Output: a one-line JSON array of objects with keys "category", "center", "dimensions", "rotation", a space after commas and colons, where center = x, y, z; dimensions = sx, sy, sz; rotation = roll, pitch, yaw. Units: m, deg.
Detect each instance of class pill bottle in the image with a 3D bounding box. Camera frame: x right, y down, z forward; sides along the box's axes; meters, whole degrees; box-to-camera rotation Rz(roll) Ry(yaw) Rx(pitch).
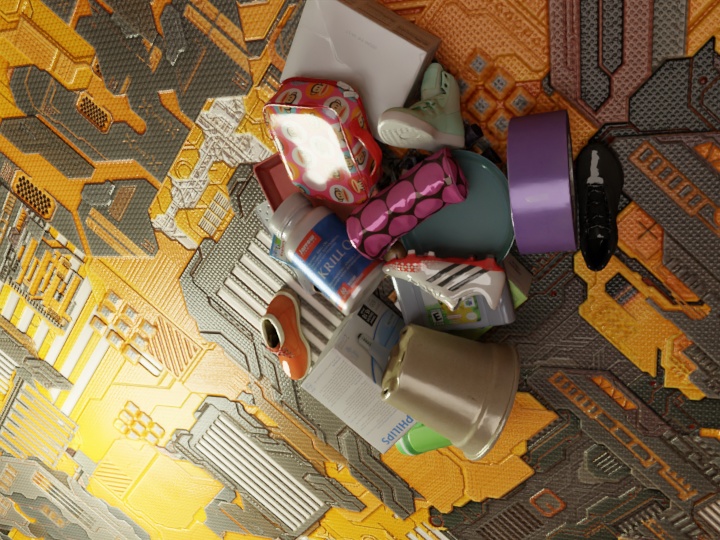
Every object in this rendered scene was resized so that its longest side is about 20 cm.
[{"category": "pill bottle", "center": [-0.057, -0.033, 1.151], "dimensions": [0.199, 0.112, 0.113], "rotation": [42, 124, 10]}]

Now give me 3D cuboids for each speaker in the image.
[{"category": "speaker", "center": [0.161, 0.304, 1.364], "dimensions": [0.197, 0.089, 0.090], "rotation": [-23, 107, 30]}]

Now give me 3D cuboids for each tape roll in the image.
[{"category": "tape roll", "center": [0.272, -0.129, 1.023], "dimensions": [0.083, 0.201, 0.205], "rotation": [-4, 115, 21]}]

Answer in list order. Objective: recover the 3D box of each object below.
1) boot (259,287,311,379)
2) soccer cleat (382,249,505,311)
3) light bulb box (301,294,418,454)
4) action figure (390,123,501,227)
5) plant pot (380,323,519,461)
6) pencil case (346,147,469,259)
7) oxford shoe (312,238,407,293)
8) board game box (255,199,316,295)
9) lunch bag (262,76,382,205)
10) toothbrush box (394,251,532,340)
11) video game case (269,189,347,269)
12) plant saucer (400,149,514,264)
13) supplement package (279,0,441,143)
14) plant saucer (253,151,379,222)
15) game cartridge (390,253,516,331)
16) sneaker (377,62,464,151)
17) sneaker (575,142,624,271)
[{"category": "boot", "center": [-0.156, 0.151, 1.396], "dimensions": [0.073, 0.108, 0.205], "rotation": [-1, 117, 19]}, {"category": "soccer cleat", "center": [0.123, 0.017, 1.059], "dimensions": [0.195, 0.068, 0.088], "rotation": [2, 84, 21]}, {"category": "light bulb box", "center": [0.028, 0.185, 1.285], "dimensions": [0.199, 0.199, 0.125], "rotation": [39, 126, -3]}, {"category": "action figure", "center": [0.130, -0.149, 1.139], "dimensions": [0.198, 0.069, 0.132], "rotation": [-33, 87, 23]}, {"category": "plant pot", "center": [0.137, 0.182, 1.144], "dimensions": [0.180, 0.202, 0.203], "rotation": [23, 123, -7]}, {"category": "pencil case", "center": [0.075, -0.097, 1.060], "dimensions": [0.198, 0.092, 0.094], "rotation": [-32, 115, 25]}, {"category": "oxford shoe", "center": [0.000, 0.000, 1.225], "dimensions": [0.196, 0.071, 0.072], "rotation": [-23, 106, 27]}, {"category": "board game box", "center": [-0.073, -0.076, 1.292], "dimensions": [0.197, 0.026, 0.203], "rotation": [-25, 105, 30]}, {"category": "lunch bag", "center": [-0.045, -0.194, 1.067], "dimensions": [0.172, 0.083, 0.202], "rotation": [13, 144, 29]}, {"category": "toothbrush box", "center": [0.180, 0.035, 1.214], "dimensions": [0.145, 0.086, 0.200], "rotation": [43, 122, -3]}, {"category": "video game case", "center": [-0.067, -0.050, 1.277], "dimensions": [0.196, 0.018, 0.146], "rotation": [24, 123, 8]}, {"category": "plant saucer", "center": [0.152, -0.084, 1.085], "dimensions": [0.195, 0.027, 0.207], "rotation": [4, 98, 27]}, {"category": "supplement package", "center": [0.000, -0.327, 1.081], "dimensions": [0.197, 0.111, 0.158], "rotation": [30, 123, 4]}, {"category": "plant saucer", "center": [-0.063, -0.133, 1.209], "dimensions": [0.196, 0.037, 0.204], "rotation": [-24, 96, 20]}, {"category": "game cartridge", "center": [0.150, 0.034, 1.155], "dimensions": [0.195, 0.040, 0.137], "rotation": [-10, 106, 28]}, {"category": "sneaker", "center": [0.085, -0.244, 1.009], "dimensions": [0.072, 0.198, 0.122], "rotation": [-5, 88, 36]}, {"category": "sneaker", "center": [0.370, -0.094, 1.070], "dimensions": [0.074, 0.091, 0.205], "rotation": [-3, 114, 23]}]
